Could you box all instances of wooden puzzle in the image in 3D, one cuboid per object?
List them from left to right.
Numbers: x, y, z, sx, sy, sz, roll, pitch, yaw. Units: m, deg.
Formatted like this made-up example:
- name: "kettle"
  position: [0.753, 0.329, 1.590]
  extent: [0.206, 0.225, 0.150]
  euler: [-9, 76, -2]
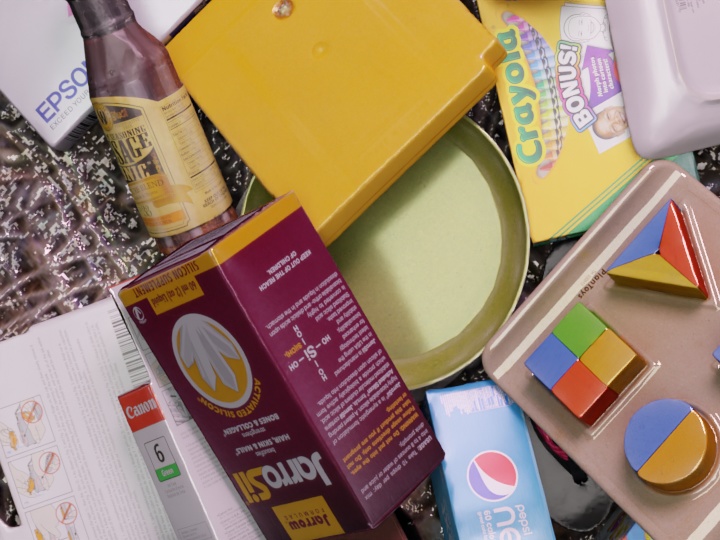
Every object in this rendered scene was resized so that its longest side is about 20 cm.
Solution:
- name: "wooden puzzle"
  position: [0.196, 0.052, 0.995]
  extent: [0.185, 0.046, 0.200]
  euler: [-48, 65, 4]

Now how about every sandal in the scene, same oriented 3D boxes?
- name: "sandal"
  position: [0.144, 0.078, 1.092]
  extent: [0.074, 0.045, 0.202]
  euler: [3, 92, 6]

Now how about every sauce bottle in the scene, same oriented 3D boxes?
- name: "sauce bottle"
  position: [-0.147, -0.110, 1.084]
  extent: [0.066, 0.066, 0.201]
  euler: [-22, 106, 7]

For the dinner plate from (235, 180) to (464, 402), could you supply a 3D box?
- name: "dinner plate"
  position: [0.000, 0.000, 1.118]
  extent: [0.198, 0.024, 0.202]
  euler: [0, 91, 7]

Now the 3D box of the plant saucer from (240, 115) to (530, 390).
- name: "plant saucer"
  position: [0.017, -0.020, 1.082]
  extent: [0.198, 0.031, 0.202]
  euler: [0, 91, 12]

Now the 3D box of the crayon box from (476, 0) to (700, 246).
- name: "crayon box"
  position: [0.149, -0.127, 1.078]
  extent: [0.118, 0.058, 0.202]
  euler: [-13, 90, 6]

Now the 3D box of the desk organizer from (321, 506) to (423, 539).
- name: "desk organizer"
  position: [0.031, 0.249, 1.034]
  extent: [0.077, 0.072, 0.201]
  euler: [-31, 57, 5]

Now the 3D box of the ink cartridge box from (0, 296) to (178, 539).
- name: "ink cartridge box"
  position: [-0.194, 0.132, 1.134]
  extent: [0.172, 0.044, 0.202]
  euler: [-19, 90, 7]

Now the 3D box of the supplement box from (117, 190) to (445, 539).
- name: "supplement box"
  position: [-0.050, 0.067, 1.024]
  extent: [0.110, 0.086, 0.201]
  euler: [-21, 102, 47]

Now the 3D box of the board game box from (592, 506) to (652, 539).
- name: "board game box"
  position: [0.238, 0.160, 1.054]
  extent: [0.103, 0.105, 0.201]
  euler: [37, 96, 4]

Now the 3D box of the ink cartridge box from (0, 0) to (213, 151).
- name: "ink cartridge box"
  position: [-0.209, -0.223, 1.125]
  extent: [0.196, 0.043, 0.200]
  euler: [-44, 88, 6]

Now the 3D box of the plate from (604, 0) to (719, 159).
- name: "plate"
  position: [0.253, -0.187, 1.043]
  extent: [0.198, 0.032, 0.202]
  euler: [-12, 91, -15]

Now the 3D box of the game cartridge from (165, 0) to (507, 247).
- name: "game cartridge"
  position: [-0.020, -0.140, 1.067]
  extent: [0.176, 0.032, 0.200]
  euler: [-43, 60, 6]

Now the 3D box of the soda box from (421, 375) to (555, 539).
- name: "soda box"
  position: [0.091, 0.177, 1.053]
  extent: [0.064, 0.068, 0.202]
  euler: [-9, 70, -6]

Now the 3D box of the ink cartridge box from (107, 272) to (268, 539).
- name: "ink cartridge box"
  position: [-0.100, 0.093, 1.089]
  extent: [0.050, 0.108, 0.201]
  euler: [-26, 88, 50]
